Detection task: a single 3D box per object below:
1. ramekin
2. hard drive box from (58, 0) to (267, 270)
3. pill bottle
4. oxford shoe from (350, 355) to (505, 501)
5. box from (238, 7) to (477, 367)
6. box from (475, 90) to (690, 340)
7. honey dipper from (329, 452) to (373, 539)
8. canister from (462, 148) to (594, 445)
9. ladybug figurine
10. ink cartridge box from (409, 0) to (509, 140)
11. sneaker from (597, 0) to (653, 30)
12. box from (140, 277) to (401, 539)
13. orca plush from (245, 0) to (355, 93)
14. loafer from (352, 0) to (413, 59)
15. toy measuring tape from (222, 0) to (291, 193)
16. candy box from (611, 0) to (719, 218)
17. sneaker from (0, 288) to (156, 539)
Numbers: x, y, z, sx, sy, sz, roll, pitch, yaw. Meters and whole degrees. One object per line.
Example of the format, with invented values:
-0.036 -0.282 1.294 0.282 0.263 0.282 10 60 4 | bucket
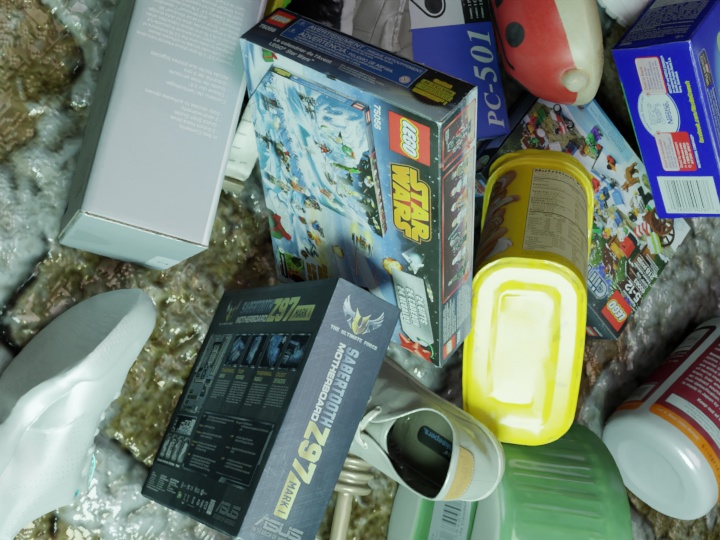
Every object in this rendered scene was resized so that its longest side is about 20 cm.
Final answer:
0.097 0.200 0.792 0.097 0.200 0.202 14 81 -22 | ramekin
-0.124 -0.111 0.687 0.076 0.156 0.202 16 81 -18 | hard drive box
0.315 0.115 0.966 0.200 0.113 0.113 -38 107 -25 | pill bottle
0.006 0.097 0.743 0.058 0.199 0.076 2 109 -55 | oxford shoe
0.002 -0.044 0.652 0.040 0.136 0.201 -45 149 -31 | box
0.188 -0.057 0.941 0.200 0.038 0.137 47 67 -20 | box
-0.020 0.217 0.811 0.038 0.038 0.202 14 83 -29 | honey dipper
0.123 0.014 0.793 0.086 0.200 0.150 5 116 9 | canister
0.140 -0.206 0.859 0.071 0.201 0.136 -11 134 4 | ladybug figurine
0.055 -0.199 0.864 0.093 0.044 0.202 -12 95 -28 | ink cartridge box
0.213 -0.291 0.926 0.087 0.075 0.201 -28 109 16 | sneaker
-0.064 0.088 0.695 0.051 0.200 0.159 27 75 -23 | box
-0.044 -0.126 0.702 0.070 0.201 0.106 -4 57 -19 | orca plush
0.009 -0.170 0.806 0.069 0.070 0.201 19 99 -20 | loafer
-0.069 -0.158 0.794 0.073 0.074 0.201 16 102 -29 | toy measuring tape
0.308 -0.170 0.950 0.200 0.077 0.170 -47 126 -35 | candy box
-0.193 0.103 0.703 0.200 0.075 0.089 -50 124 -16 | sneaker
